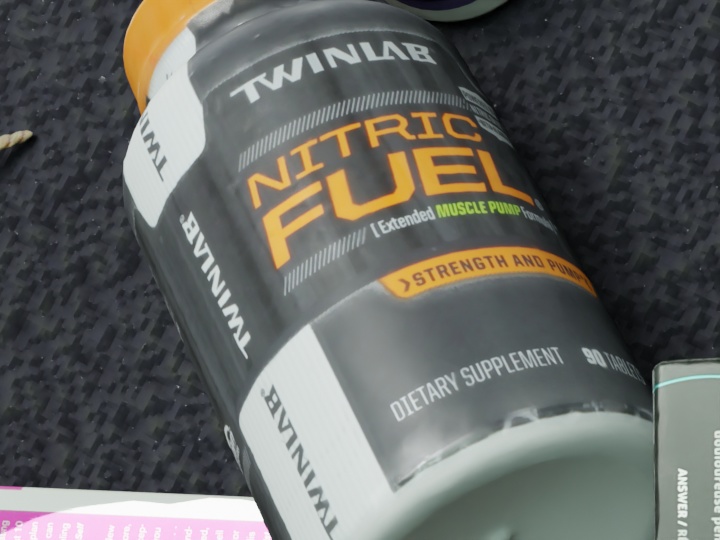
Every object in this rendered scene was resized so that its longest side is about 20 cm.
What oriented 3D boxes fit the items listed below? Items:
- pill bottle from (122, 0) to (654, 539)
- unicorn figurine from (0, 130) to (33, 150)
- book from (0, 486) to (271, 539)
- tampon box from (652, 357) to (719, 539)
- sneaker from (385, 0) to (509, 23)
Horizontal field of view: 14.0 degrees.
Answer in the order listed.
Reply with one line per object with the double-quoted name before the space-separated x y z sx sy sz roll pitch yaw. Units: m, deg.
"pill bottle" 0.000 0.000 0.790 0.106 0.106 0.200 -34 55 9
"unicorn figurine" -0.196 0.036 0.874 0.199 0.074 0.138 -19 63 20
"book" -0.056 0.129 0.827 0.199 0.048 0.134 2 78 17
"tampon box" 0.180 0.101 0.709 0.199 0.126 0.150 -2 79 17
"sneaker" 0.043 -0.175 0.833 0.076 0.088 0.201 14 83 20
